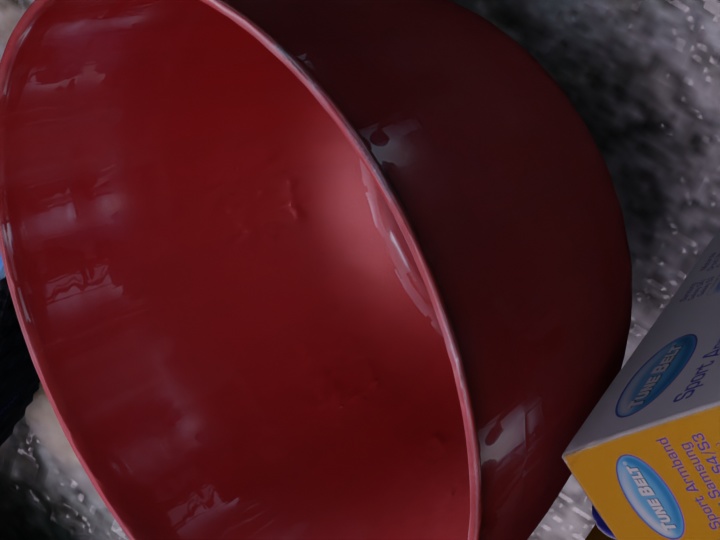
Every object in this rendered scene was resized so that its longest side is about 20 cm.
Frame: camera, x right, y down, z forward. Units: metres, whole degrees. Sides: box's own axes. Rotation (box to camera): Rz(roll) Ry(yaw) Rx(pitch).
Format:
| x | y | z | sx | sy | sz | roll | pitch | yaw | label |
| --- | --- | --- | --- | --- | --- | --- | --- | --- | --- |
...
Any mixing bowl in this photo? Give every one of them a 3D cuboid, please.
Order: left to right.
| x | y | z | sx | sy | sz | roll | pitch | yaw | label |
| --- | --- | --- | --- | --- | --- | --- | --- | --- | --- |
| 0.000 | 0.000 | 0.671 | 0.200 | 0.108 | 0.201 | 31 | 132 | 40 | mixing bowl |

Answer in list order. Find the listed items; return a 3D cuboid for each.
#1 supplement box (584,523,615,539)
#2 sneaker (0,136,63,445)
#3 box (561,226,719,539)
| x | y | z | sx | sy | sz | roll | pitch | yaw | label |
| --- | --- | --- | --- | --- | --- | --- | --- | --- | --- |
| 0.173 | 0.152 | 0.669 | 0.199 | 0.133 | 0.198 | -1 | 120 | 33 | supplement box |
| -0.128 | -0.014 | 0.792 | 0.078 | 0.066 | 0.200 | 37 | 134 | 9 | sneaker |
| 0.137 | 0.007 | 0.599 | 0.200 | 0.119 | 0.042 | -20 | 109 | 40 | box |
